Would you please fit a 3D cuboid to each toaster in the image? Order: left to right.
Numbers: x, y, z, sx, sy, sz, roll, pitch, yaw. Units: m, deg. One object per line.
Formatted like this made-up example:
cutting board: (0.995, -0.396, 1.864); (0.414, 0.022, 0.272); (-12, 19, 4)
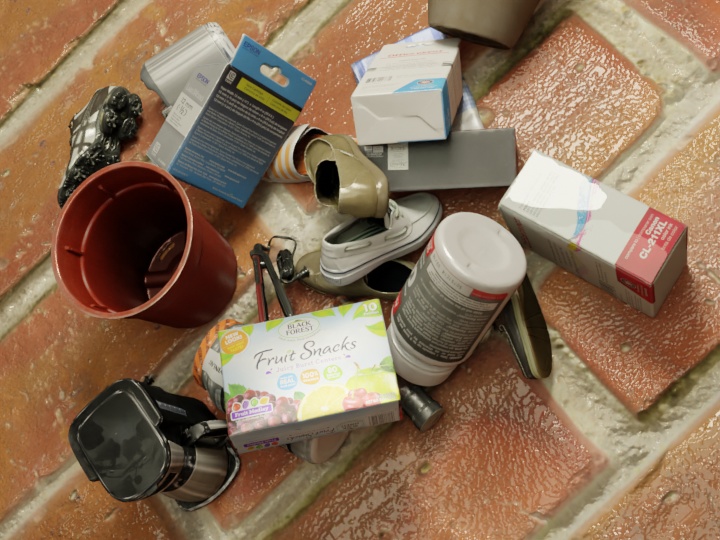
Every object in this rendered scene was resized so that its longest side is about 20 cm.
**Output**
toaster: (-0.225, -0.268, 1.421); (0.129, 0.200, 0.114); (-35, 106, 1)

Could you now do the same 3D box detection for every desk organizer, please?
desk organizer: (0.101, -0.137, 1.309); (0.197, 0.077, 0.073); (-2, 92, 12)

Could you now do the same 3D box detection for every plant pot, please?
plant pot: (-0.266, -0.014, 1.355); (0.198, 0.195, 0.204); (-5, 73, 17)
plant pot: (0.164, -0.387, 1.331); (0.198, 0.200, 0.176); (20, 99, 22)

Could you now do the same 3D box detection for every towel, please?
towel: (0.077, -0.226, 1.391); (0.145, 0.024, 0.202); (-22, 69, 11)

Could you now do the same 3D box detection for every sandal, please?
sandal: (-0.067, -0.163, 1.394); (0.204, 0.059, 0.080); (5, 79, 27)

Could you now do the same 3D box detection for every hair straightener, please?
hair straightener: (-0.100, 0.015, 1.335); (0.076, 0.041, 0.201); (-14, 34, -2)

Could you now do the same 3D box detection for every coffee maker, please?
coffee maker: (-0.272, 0.210, 1.294); (0.191, 0.200, 0.136); (26, 84, 23)

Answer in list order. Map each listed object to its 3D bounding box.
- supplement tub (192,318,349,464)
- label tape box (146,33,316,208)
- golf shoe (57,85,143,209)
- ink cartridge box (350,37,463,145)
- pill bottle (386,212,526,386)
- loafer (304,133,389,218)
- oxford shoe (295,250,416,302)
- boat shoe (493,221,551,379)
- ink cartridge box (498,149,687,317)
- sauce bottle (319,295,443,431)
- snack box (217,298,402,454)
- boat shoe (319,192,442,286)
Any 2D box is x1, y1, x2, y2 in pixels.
supplement tub: (-0.107, 0.146, 1.298); (0.198, 0.122, 0.124); (26, 84, 22)
label tape box: (-0.168, -0.200, 1.351); (0.066, 0.143, 0.201); (37, 99, 42)
golf shoe: (-0.396, -0.180, 1.520); (0.094, 0.078, 0.202); (22, 81, 40)
ink cartridge box: (0.067, -0.231, 1.315); (0.114, 0.201, 0.067); (-2, 119, 16)
pill bottle: (0.103, 0.039, 1.211); (0.114, 0.113, 0.201); (51, 137, 23)
loafer: (-0.030, -0.121, 1.273); (0.200, 0.067, 0.077); (38, 127, 57)
oxford shoe: (0.000, 0.000, 1.327); (0.197, 0.075, 0.071); (5, 78, 20)
boat shoe: (0.179, 0.042, 1.264); (0.064, 0.073, 0.202); (-24, 69, 27)
ink cartridge box: (0.275, -0.043, 1.207); (0.199, 0.146, 0.083); (32, 85, 23)
sauce bottle: (0.024, 0.118, 1.295); (0.066, 0.066, 0.200); (-45, 69, 2)
snack box: (-0.060, 0.122, 1.201); (0.197, 0.053, 0.143); (-12, 53, -2)
boat shoe: (0.031, -0.054, 1.286); (0.073, 0.067, 0.199); (29, 52, 31)
